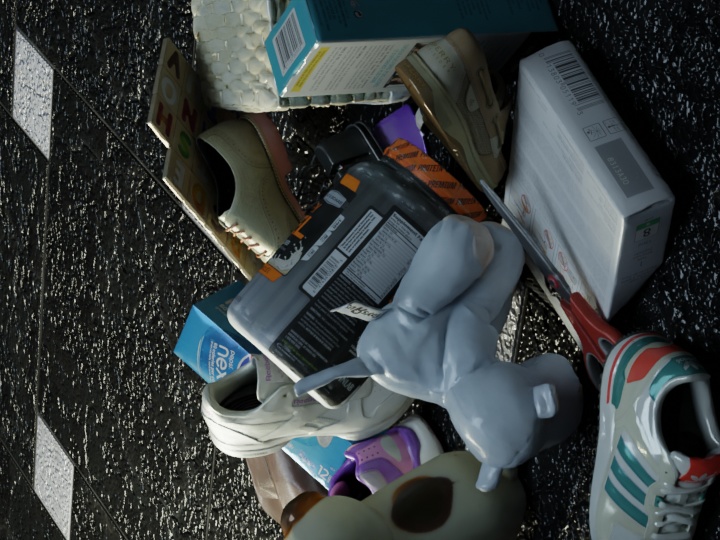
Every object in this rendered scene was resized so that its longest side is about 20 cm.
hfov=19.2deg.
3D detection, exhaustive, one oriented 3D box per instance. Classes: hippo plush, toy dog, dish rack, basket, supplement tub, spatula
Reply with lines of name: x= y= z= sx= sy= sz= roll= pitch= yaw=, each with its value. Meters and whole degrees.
hippo plush: x=0.093 y=0.062 z=1.593 sx=0.161 sy=0.200 sz=0.159 roll=39 pitch=115 yaw=27
toy dog: x=0.032 y=0.225 z=1.707 sx=0.140 sy=0.200 sz=0.194 roll=63 pitch=148 yaw=29
dish rack: x=-0.011 y=-0.014 z=1.852 sx=0.154 sy=0.054 sz=0.200 roll=60 pitch=150 yaw=23
basket: x=-0.054 y=-0.203 z=1.798 sx=0.200 sy=0.123 sz=0.136 roll=-169 pitch=72 yaw=-65
supplement tub: x=0.000 y=0.000 z=1.687 sx=0.123 sy=0.200 sz=0.123 roll=41 pitch=175 yaw=4
spatula: x=0.053 y=-0.125 z=1.733 sx=0.200 sy=0.021 sz=0.057 roll=135 pitch=118 yaw=-68

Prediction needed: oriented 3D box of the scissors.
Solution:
scissors: x=0.153 y=0.015 z=1.542 sx=0.200 sy=0.014 sz=0.073 roll=60 pitch=159 yaw=-8

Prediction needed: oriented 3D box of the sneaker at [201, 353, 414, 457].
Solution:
sneaker: x=-0.040 y=0.103 z=1.809 sx=0.100 sy=0.200 sz=0.075 roll=68 pitch=-175 yaw=-57

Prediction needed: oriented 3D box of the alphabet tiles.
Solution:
alphabet tiles: x=-0.126 y=-0.104 z=1.872 sx=0.008 sy=0.200 sz=0.167 roll=-14 pitch=48 yaw=24

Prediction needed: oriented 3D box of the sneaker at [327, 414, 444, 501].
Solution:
sneaker: x=0.007 y=0.211 z=1.871 sx=0.081 sy=0.088 sz=0.200 roll=55 pitch=144 yaw=37

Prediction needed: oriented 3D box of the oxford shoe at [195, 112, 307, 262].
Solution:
oxford shoe: x=-0.086 y=-0.035 z=1.838 sx=0.071 sy=0.074 sz=0.200 roll=-30 pitch=80 yaw=59

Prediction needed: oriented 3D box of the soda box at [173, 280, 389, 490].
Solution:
soda box: x=-0.069 y=0.102 z=1.916 sx=0.200 sy=0.068 sz=0.064 roll=40 pitch=129 yaw=19

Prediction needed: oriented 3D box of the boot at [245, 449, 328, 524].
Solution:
boot: x=-0.060 y=0.141 z=2.008 sx=0.186 sy=0.064 sz=0.200 roll=-19 pitch=87 yaw=55

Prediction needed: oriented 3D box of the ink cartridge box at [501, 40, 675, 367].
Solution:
ink cartridge box: x=0.163 y=-0.044 z=1.563 sx=0.200 sy=0.050 sz=0.161 roll=88 pitch=157 yaw=-55

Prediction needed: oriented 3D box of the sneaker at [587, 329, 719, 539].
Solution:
sneaker: x=0.211 y=0.146 z=1.485 sx=0.093 sy=0.070 sz=0.200 roll=-154 pitch=61 yaw=-64

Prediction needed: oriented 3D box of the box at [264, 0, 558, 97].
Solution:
box: x=0.038 y=-0.172 z=1.567 sx=0.082 sy=0.200 sz=0.049 roll=-48 pitch=53 yaw=56

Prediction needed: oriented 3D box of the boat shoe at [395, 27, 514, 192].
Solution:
boat shoe: x=0.085 y=-0.116 z=1.574 sx=0.071 sy=0.064 sz=0.200 roll=52 pitch=-179 yaw=22
